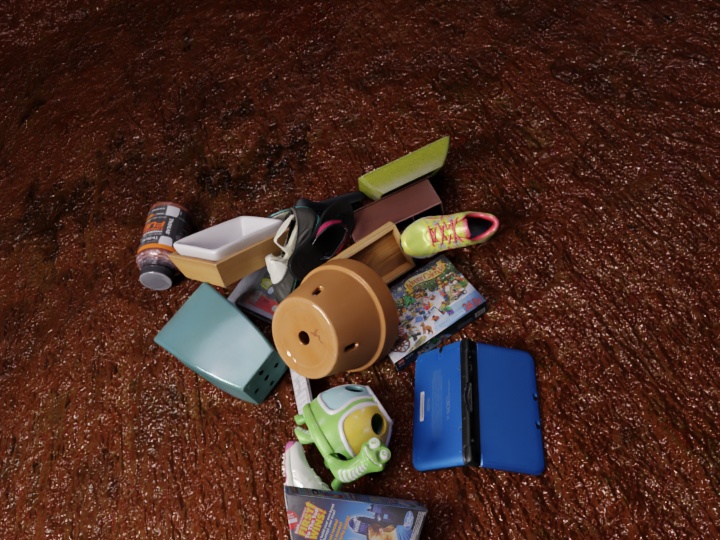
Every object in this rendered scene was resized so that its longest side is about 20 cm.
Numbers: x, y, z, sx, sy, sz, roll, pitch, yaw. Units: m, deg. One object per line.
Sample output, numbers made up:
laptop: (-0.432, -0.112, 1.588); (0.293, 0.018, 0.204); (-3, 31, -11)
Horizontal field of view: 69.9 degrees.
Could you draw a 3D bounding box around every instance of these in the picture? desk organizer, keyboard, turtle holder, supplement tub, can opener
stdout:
desk organizer: (0.072, -0.108, 1.078); (0.199, 0.072, 0.077); (-25, 54, 1)
keyboard: (-0.120, 0.163, 0.949); (0.056, 0.011, 0.201); (-43, 52, 43)
turtle holder: (-0.020, 0.246, 0.796); (0.131, 0.186, 0.141); (-33, 77, -7)
supplement tub: (-0.457, -0.056, 1.201); (0.106, 0.107, 0.201); (-11, 53, 11)
can opener: (-0.075, -0.130, 1.116); (0.199, 0.063, 0.079); (-24, 83, -37)

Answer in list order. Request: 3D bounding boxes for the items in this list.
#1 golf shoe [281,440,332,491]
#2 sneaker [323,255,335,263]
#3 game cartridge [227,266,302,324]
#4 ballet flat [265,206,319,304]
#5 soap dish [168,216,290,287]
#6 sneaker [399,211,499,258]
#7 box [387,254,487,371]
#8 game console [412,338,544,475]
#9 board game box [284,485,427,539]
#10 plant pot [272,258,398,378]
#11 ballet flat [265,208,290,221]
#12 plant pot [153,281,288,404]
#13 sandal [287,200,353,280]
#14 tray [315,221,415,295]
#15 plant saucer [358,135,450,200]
golf shoe: (-0.067, 0.361, 0.805); (0.091, 0.076, 0.201); (-17, 60, -4)
sneaker: (-0.104, -0.035, 1.094); (0.075, 0.084, 0.200); (-61, 31, 15)
game cartridge: (-0.171, 0.045, 1.078); (0.199, 0.041, 0.134); (19, 60, 29)
ballet flat: (-0.147, -0.034, 1.012); (0.068, 0.068, 0.202); (22, 93, 58)
soap dish: (-0.256, -0.042, 1.036); (0.156, 0.082, 0.200); (9, 29, 37)
sneaker: (0.171, -0.076, 0.977); (0.198, 0.090, 0.079); (-15, 90, -6)
box: (0.113, 0.074, 0.956); (0.199, 0.038, 0.137); (-33, 53, -6)
game console: (0.185, 0.227, 0.838); (0.170, 0.118, 0.201); (-27, 44, 40)
board game box: (-0.034, 0.391, 0.715); (0.198, 0.062, 0.201); (23, 75, -3)
plant pot: (-0.055, 0.092, 0.875); (0.199, 0.202, 0.140); (20, 24, 29)
ballet flat: (-0.227, -0.073, 1.173); (0.199, 0.067, 0.063); (-24, 75, 8)
plant pot: (-0.244, 0.150, 0.970); (0.199, 0.142, 0.142); (28, 69, 25)
sandal: (-0.062, -0.058, 0.986); (0.045, 0.075, 0.200); (-7, 38, 48)
tray: (0.000, 0.000, 1.008); (0.199, 0.099, 0.037); (-33, 23, -6)
plant saucer: (0.095, -0.203, 1.092); (0.198, 0.200, 0.048); (-25, 91, 1)
